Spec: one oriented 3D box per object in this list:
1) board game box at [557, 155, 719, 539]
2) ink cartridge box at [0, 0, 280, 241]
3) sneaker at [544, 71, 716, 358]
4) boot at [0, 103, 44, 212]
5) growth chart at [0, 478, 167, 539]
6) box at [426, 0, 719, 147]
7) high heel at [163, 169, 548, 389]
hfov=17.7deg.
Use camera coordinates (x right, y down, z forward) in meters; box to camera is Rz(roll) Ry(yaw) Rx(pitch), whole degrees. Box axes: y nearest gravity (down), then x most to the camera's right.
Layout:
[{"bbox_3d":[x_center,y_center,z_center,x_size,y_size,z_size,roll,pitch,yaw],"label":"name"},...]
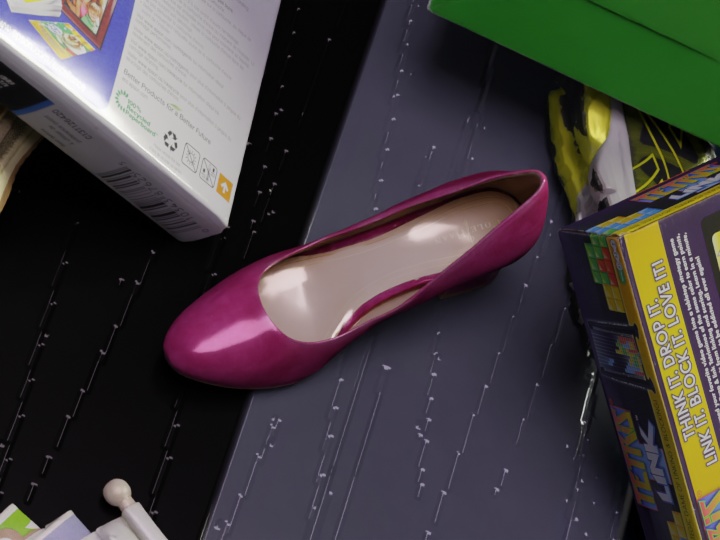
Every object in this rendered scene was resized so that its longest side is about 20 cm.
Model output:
[{"bbox_3d":[0.201,0.043,1.137,0.165,0.057,0.201,-23,106,-23],"label":"board game box"},{"bbox_3d":[-0.121,-0.149,1.151,0.198,0.047,0.201,38,49,-38],"label":"ink cartridge box"},{"bbox_3d":[0.154,-0.033,1.208,0.084,0.075,0.201,1,63,-15],"label":"sneaker"},{"bbox_3d":[-0.217,-0.107,1.100,0.073,0.156,0.200,3,58,34],"label":"boot"},{"bbox_3d":[-0.156,0.176,1.050,0.200,0.018,0.145,-27,73,-25],"label":"growth chart"},{"bbox_3d":[0.158,-0.170,1.232,0.200,0.097,0.177,25,37,2],"label":"box"},{"bbox_3d":[0.000,0.000,1.137,0.199,0.096,0.068,-13,68,-21],"label":"high heel"}]
